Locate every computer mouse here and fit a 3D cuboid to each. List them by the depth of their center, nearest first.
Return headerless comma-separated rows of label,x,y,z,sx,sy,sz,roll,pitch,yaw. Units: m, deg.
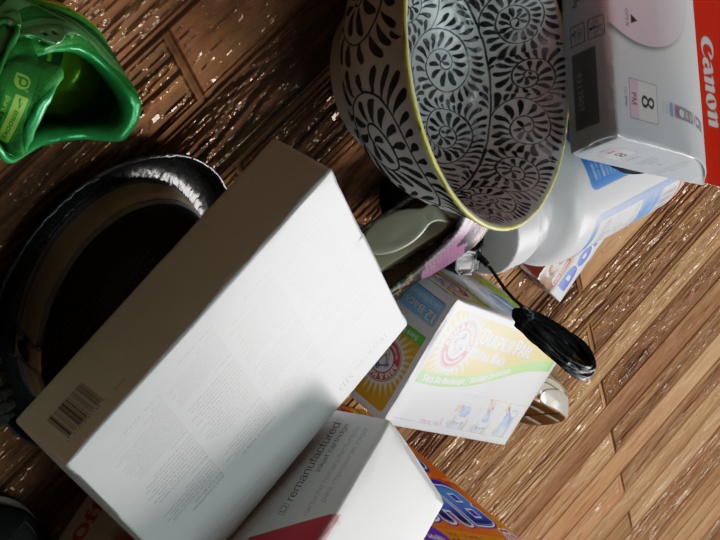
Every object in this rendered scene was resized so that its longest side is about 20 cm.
computer mouse,0.084,0.007,0.935,0.034,0.200,0.058,-50,166,26

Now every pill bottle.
pill bottle,0.153,-0.071,1.024,0.199,0.112,0.113,-25,138,-38

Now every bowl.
bowl,0.043,-0.123,0.815,0.200,0.093,0.204,6,83,-56

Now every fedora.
fedora,-0.120,0.038,0.780,0.200,0.091,0.202,-34,144,-30

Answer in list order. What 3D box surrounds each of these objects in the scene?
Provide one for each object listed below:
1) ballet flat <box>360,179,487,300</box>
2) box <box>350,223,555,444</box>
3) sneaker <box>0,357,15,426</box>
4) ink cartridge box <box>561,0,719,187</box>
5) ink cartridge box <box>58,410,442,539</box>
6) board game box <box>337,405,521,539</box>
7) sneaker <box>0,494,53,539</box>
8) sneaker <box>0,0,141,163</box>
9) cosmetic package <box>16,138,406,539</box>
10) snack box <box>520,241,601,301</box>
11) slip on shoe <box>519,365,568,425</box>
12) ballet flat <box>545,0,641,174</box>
ballet flat,0.000,0.000,0.893,0.199,0.070,0.071,-37,158,15
box,0.055,0.052,1.010,0.199,0.112,0.102,19,105,-56
sneaker,-0.225,0.027,0.648,0.085,0.078,0.202,-32,142,-30
ink cartridge box,0.218,-0.145,0.902,0.198,0.057,0.165,7,75,-33
ink cartridge box,-0.073,0.157,0.819,0.146,0.198,0.084,-57,132,-29
board game box,-0.025,0.229,0.987,0.201,0.199,0.199,-57,148,5
sneaker,-0.201,0.211,0.842,0.070,0.090,0.201,-45,147,-14
sneaker,-0.175,-0.095,0.593,0.199,0.083,0.075,-1,121,-52
cosmetic package,-0.071,0.053,0.727,0.200,0.051,0.151,-49,142,-17
snack box,0.217,-0.069,1.190,0.201,0.024,0.072,-55,150,0
slip on shoe,0.131,0.086,1.198,0.199,0.075,0.061,29,57,-50
ballet flat,0.154,-0.134,0.919,0.199,0.073,0.073,37,90,-25
